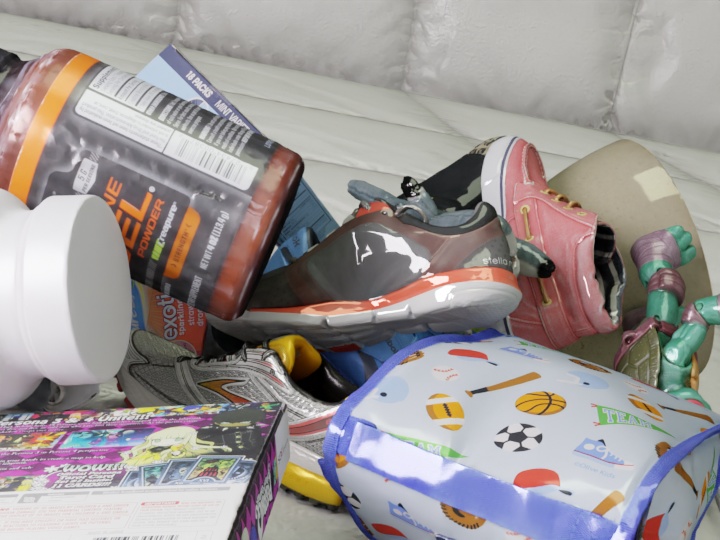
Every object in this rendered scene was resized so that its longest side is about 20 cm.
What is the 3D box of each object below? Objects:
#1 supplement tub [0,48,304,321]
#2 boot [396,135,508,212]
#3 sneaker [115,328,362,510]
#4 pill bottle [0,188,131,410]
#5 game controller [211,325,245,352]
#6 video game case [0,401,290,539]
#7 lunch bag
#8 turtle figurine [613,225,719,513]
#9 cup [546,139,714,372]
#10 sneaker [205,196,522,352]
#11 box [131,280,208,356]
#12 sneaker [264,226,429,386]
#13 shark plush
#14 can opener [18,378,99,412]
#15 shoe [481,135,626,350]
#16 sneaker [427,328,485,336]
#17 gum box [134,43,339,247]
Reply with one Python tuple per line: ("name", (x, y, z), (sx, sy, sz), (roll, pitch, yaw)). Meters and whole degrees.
("supplement tub", (-0.139, -0.056, 0.741), (0.197, 0.108, 0.107), (24, 14, -2))
("boot", (0.055, -0.041, 1.112), (0.153, 0.074, 0.203), (-37, 9, -23))
("sneaker", (-0.061, 0.070, 0.788), (0.197, 0.084, 0.078), (18, 15, 21))
("pill bottle", (-0.227, 0.017, 0.675), (0.196, 0.118, 0.116), (-4, 12, 9))
("game controller", (-0.061, 0.037, 0.947), (0.104, 0.042, 0.200), (46, 9, -12))
("video game case", (-0.139, 0.106, 0.577), (0.196, 0.036, 0.181), (-3, 14, 5))
("lunch bag", (0.090, 0.110, 0.688), (0.168, 0.126, 0.199), (17, 5, 25))
("turtle figurine", (0.219, 0.064, 0.878), (0.099, 0.151, 0.201), (14, 32, -10))
("cup", (0.176, 0.012, 1.059), (0.141, 0.203, 0.200), (-17, 21, -10))
("sneaker", (0.000, 0.000, 0.804), (0.196, 0.083, 0.077), (-7, -18, 11))
("box", (-0.153, -0.004, 0.949), (0.093, 0.104, 0.200), (10, 15, -9))
("sneaker", (0.019, 0.049, 0.859), (0.199, 0.079, 0.066), (37, 10, 8))
("shark plush", (0.057, -0.035, 0.899), (0.090, 0.084, 0.200), (-32, 34, -3))
("can opener", (-0.190, -0.012, 0.798), (0.052, 0.203, 0.067), (-8, -20, 11))
("shoe", (0.141, -0.027, 0.940), (0.090, 0.202, 0.072), (-19, -45, 27))
("sneaker", (0.043, 0.049, 0.926), (0.197, 0.077, 0.105), (23, 18, -11))
("gum box", (-0.073, -0.062, 1.007), (0.170, 0.044, 0.200), (46, -5, 38))
